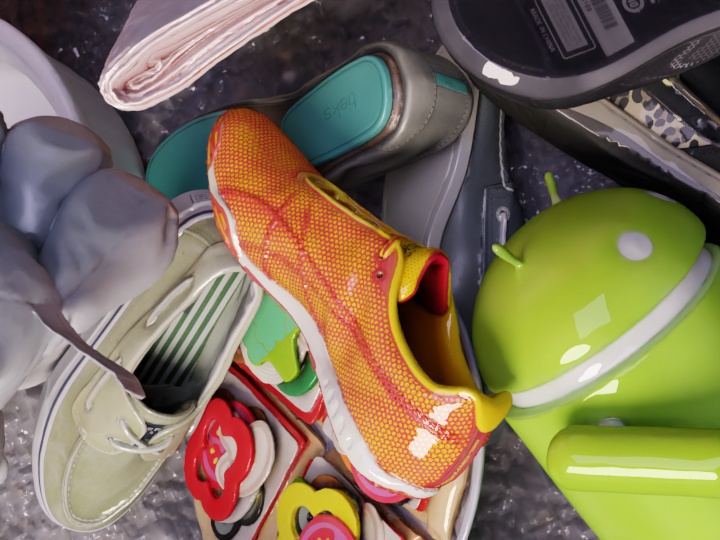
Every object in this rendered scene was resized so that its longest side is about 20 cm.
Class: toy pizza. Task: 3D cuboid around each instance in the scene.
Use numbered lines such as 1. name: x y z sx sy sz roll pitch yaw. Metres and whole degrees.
1. toy pizza: -0.023 0.078 0.745 0.199 0.032 0.202 -9 78 45

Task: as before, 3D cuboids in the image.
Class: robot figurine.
1. robot figurine: 0.126 0.052 0.681 0.115 0.176 0.201 -33 100 31

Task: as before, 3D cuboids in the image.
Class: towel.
1. towel: -0.023 -0.153 0.731 0.190 0.200 0.032 -27 111 13

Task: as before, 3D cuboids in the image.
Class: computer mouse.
1. computer mouse: 0.120 -0.115 0.666 0.198 0.053 0.140 -17 75 -13

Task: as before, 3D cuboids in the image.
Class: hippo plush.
1. hippo plush: -0.167 0.034 0.702 0.200 0.158 0.162 50 133 29

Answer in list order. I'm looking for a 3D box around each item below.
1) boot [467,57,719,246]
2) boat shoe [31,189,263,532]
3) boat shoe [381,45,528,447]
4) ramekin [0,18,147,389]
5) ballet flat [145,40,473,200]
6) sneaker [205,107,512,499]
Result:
1. boot: 0.166 -0.101 0.718 0.203 0.073 0.155 31 83 3
2. boat shoe: -0.106 0.055 0.772 0.201 0.071 0.062 -63 28 25
3. boat shoe: 0.049 -0.012 0.768 0.061 0.073 0.202 11 81 -25
4. ramekin: -0.204 -0.028 0.821 0.198 0.098 0.203 -1 86 19
5. ballet flat: -0.025 -0.056 0.777 0.199 0.063 0.068 -17 76 46
6. sneaker: 0.000 0.000 0.680 0.077 0.073 0.201 -46 62 22
